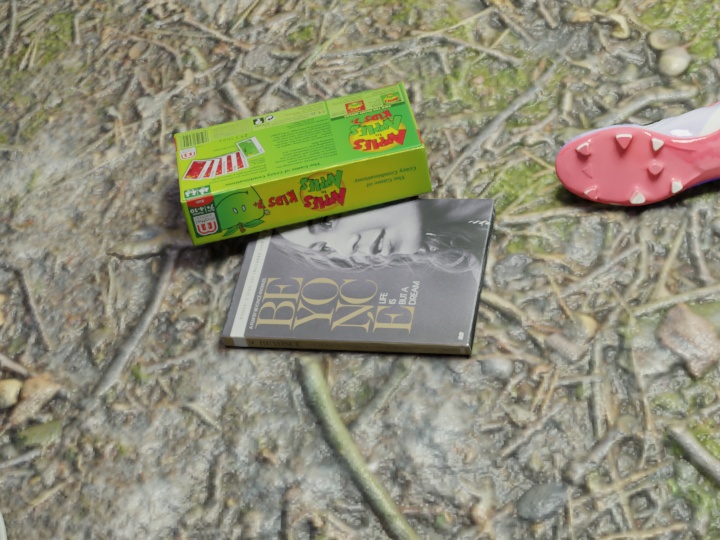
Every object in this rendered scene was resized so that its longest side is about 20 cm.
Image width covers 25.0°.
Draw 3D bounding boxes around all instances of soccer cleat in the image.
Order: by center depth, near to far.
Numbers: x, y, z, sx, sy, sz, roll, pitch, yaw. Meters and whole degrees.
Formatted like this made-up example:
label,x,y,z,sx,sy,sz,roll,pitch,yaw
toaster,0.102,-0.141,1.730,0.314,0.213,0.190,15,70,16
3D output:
label,x,y,z,sx,sy,sz,roll,pitch,yaw
soccer cleat,0.254,-0.098,1.287,0.199,0.067,0.077,-11,17,12

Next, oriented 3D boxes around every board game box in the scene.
label,x,y,z,sx,sy,sz,roll,pitch,yaw
board game box,-0.049,-0.089,1.336,0.199,0.048,0.102,-13,39,-1

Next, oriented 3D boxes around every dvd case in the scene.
label,x,y,z,sx,sy,sz,roll,pitch,yaw
dvd case,0.000,0.000,1.286,0.199,0.016,0.149,1,51,16

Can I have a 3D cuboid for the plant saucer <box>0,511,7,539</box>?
label,x,y,z,sx,sy,sz,roll,pitch,yaw
plant saucer,-0.344,0.193,1.126,0.199,0.050,0.201,8,62,-15
